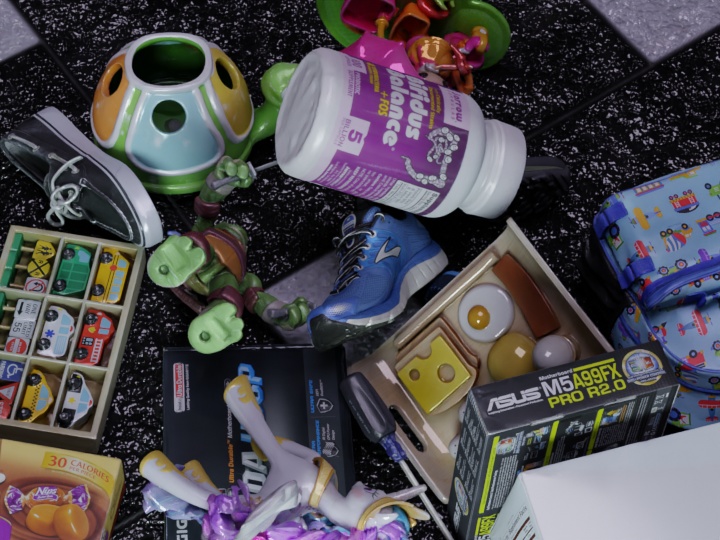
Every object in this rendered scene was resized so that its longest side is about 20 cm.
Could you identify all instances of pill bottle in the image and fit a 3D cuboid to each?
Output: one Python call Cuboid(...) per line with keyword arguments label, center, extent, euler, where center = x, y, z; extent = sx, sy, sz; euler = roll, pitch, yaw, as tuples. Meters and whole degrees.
Cuboid(label="pill bottle", center=(0.037, -0.110, 1.595), extent=(0.199, 0.112, 0.113), euler=(15, 52, -22))

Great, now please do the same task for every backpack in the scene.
Cuboid(label="backpack", center=(0.299, 0.027, 1.613), extent=(0.181, 0.135, 0.201), euler=(-14, 60, -11))

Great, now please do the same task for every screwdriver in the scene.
Cuboid(label="screwdriver", center=(0.045, 0.168, 1.541), extent=(0.201, 0.029, 0.028), euler=(53, 26, 13))

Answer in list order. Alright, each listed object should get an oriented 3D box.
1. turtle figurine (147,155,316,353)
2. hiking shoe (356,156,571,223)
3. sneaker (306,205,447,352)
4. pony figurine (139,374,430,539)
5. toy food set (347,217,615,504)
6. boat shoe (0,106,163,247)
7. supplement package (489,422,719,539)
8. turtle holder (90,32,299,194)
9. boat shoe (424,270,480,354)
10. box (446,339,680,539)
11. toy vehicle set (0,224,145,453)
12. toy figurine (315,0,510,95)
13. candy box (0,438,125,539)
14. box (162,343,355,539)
Cuboid(label="turtle figurine", center=(-0.090, -0.019, 1.587), extent=(0.198, 0.145, 0.194), euler=(6, 19, 10))
Cuboid(label="hiking shoe", center=(0.093, -0.101, 1.721), extent=(0.198, 0.076, 0.101), euler=(-3, 59, -4))
Cuboid(label="sneaker", center=(0.000, 0.000, 1.594), extent=(0.090, 0.078, 0.200), euler=(59, 32, -9))
Cuboid(label="pony figurine", center=(-0.071, 0.188, 1.432), extent=(0.199, 0.167, 0.193), euler=(28, 52, 30))
Cuboid(label="toy food set", center=(0.098, 0.075, 1.537), extent=(0.200, 0.060, 0.144), euler=(-43, 77, 21))
Cuboid(label="boat shoe", center=(-0.253, -0.076, 1.677), extent=(0.068, 0.074, 0.199), euler=(-31, 57, -26))
Cuboid(label="supplement package", center=(0.224, 0.248, 1.432), extent=(0.190, 0.147, 0.201), euler=(-12, 67, -12))
Cuboid(label="turtle holder", center=(-0.153, -0.143, 1.702), extent=(0.184, 0.132, 0.142), euler=(18, 56, 9))
Cuboid(label="boat shoe", center=(0.123, 0.079, 1.598), extent=(0.069, 0.084, 0.200), euler=(-38, 63, -24))
Cuboid(label="box", center=(0.156, 0.142, 1.484), extent=(0.159, 0.201, 0.045), euler=(-13, 57, -11))
Cuboid(label="toy vehicle set", center=(-0.266, 0.057, 1.623), extent=(0.123, 0.027, 0.201), euler=(8, 56, 2))
Cuboid(label="toy figurine", center=(0.045, -0.188, 1.726), extent=(0.199, 0.150, 0.185), euler=(25, 42, -16))
Cuboid(label="candy box", center=(-0.299, 0.196, 1.509), extent=(0.198, 0.057, 0.117), euler=(10, 56, 2))
Cuboid(label="box", center=(-0.084, 0.157, 1.553), extent=(0.157, 0.046, 0.201), euler=(-1, 56, -5))
